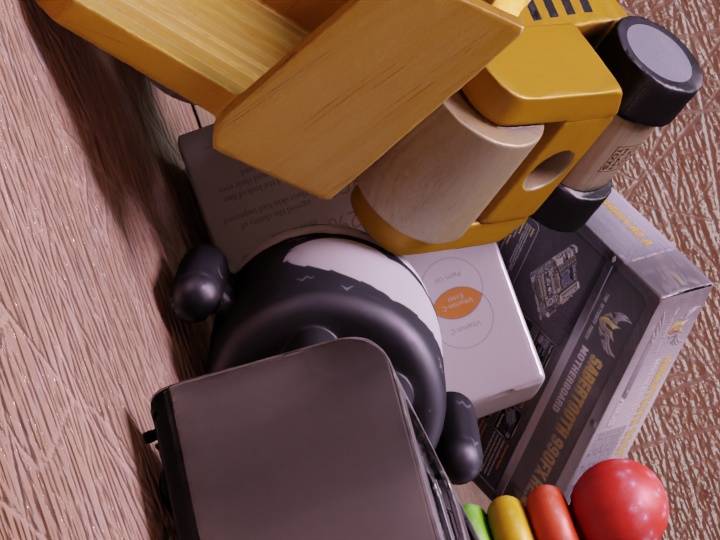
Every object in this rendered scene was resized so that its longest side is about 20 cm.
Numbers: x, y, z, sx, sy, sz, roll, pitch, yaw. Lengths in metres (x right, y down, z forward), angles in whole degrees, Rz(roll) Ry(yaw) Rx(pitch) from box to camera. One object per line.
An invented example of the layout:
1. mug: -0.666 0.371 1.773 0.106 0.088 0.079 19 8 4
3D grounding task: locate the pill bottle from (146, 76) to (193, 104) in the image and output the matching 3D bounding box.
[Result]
1. pill bottle: -0.089 -0.178 1.540 0.200 0.116 0.116 -99 167 -63

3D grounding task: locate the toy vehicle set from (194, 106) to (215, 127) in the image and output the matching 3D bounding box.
1. toy vehicle set: -0.065 -0.058 1.786 0.200 0.026 0.125 23 47 -82

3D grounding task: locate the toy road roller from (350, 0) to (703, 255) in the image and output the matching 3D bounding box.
1. toy road roller: 0.068 -0.103 1.415 0.200 0.123 0.146 -12 59 -46

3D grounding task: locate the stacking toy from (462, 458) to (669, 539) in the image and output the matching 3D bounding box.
1. stacking toy: 0.072 0.158 1.428 0.085 0.199 0.086 -20 90 -85

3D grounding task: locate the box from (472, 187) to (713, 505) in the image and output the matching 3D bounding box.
1. box: 0.106 0.039 1.579 0.158 0.048 0.200 44 -51 31

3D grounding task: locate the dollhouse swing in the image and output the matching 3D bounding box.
1. dollhouse swing: -0.041 -0.159 1.325 0.176 0.182 0.200 45 15 -17

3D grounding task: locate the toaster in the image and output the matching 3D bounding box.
1. toaster: -0.004 0.152 1.146 0.181 0.118 0.200 62 9 -47

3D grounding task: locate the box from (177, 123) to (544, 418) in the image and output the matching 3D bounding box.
1. box: 0.000 0.000 1.516 0.106 0.152 0.201 87 -16 -82

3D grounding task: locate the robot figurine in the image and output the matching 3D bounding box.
1. robot figurine: -0.017 0.048 1.355 0.200 0.124 0.151 -91 162 -73
